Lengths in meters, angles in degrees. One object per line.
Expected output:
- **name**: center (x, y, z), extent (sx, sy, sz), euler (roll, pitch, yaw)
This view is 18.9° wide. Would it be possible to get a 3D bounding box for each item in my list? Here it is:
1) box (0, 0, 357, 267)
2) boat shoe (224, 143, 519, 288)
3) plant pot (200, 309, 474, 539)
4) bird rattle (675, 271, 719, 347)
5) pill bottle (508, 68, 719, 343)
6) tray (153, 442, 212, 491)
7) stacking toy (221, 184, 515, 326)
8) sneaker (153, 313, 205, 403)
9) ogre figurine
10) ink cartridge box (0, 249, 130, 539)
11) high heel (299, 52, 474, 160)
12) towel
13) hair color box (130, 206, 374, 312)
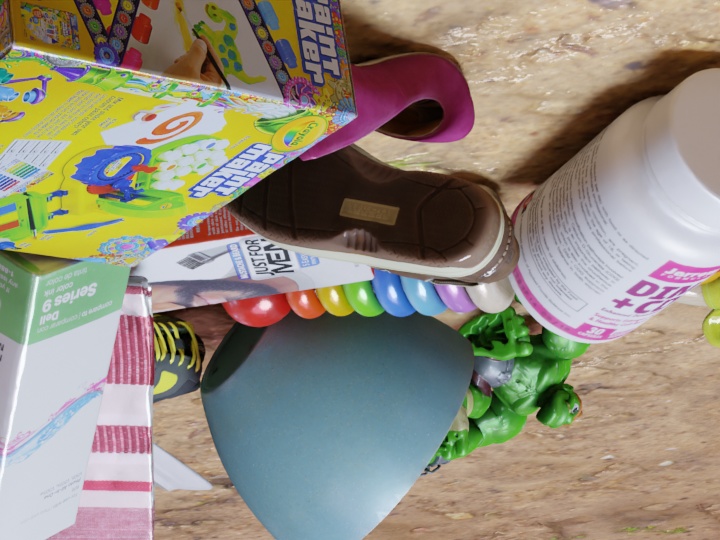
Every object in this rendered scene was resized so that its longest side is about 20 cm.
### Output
- **box**: center (-0.142, -0.101, 1.052), extent (0.192, 0.122, 0.200), euler (9, 152, -39)
- **boat shoe**: center (0.002, -0.031, 1.258), extent (0.202, 0.075, 0.075), euler (22, 175, 34)
- **plant pot**: center (-0.035, 0.089, 1.544), extent (0.135, 0.200, 0.200), euler (37, 142, -15)
- **bird rattle**: center (0.252, -0.014, 1.478), extent (0.163, 0.113, 0.200), euler (9, 155, -1)
- **pill bottle**: center (0.181, -0.039, 1.351), extent (0.113, 0.114, 0.200), euler (2, 157, -25)
- **tray**: center (-0.201, 0.110, 1.577), extent (0.107, 0.022, 0.200), euler (16, 162, 43)
- **stacking toy**: center (0.000, 0.000, 1.448), extent (0.200, 0.086, 0.085), euler (-10, 160, 20)
- **sneaker**: center (-0.153, 0.052, 1.539), extent (0.084, 0.075, 0.200), euler (-12, 169, -7)
- **ogre figurine**: center (0.114, 0.078, 1.659), extent (0.098, 0.200, 0.120), euler (31, -161, 35)
- **ink cartridge box**: center (-0.221, 0.044, 1.223), extent (0.087, 0.145, 0.200), euler (-26, 139, -49)
- **high heel**: center (0.013, -0.080, 1.203), extent (0.067, 0.096, 0.200), euler (-17, 158, 22)
- **towel**: center (-0.200, 0.089, 1.345), extent (0.144, 0.023, 0.200), euler (1, 119, -3)
- **hair color box**: center (-0.096, -0.024, 1.356), extent (0.200, 0.064, 0.111), euler (-8, 160, 3)
